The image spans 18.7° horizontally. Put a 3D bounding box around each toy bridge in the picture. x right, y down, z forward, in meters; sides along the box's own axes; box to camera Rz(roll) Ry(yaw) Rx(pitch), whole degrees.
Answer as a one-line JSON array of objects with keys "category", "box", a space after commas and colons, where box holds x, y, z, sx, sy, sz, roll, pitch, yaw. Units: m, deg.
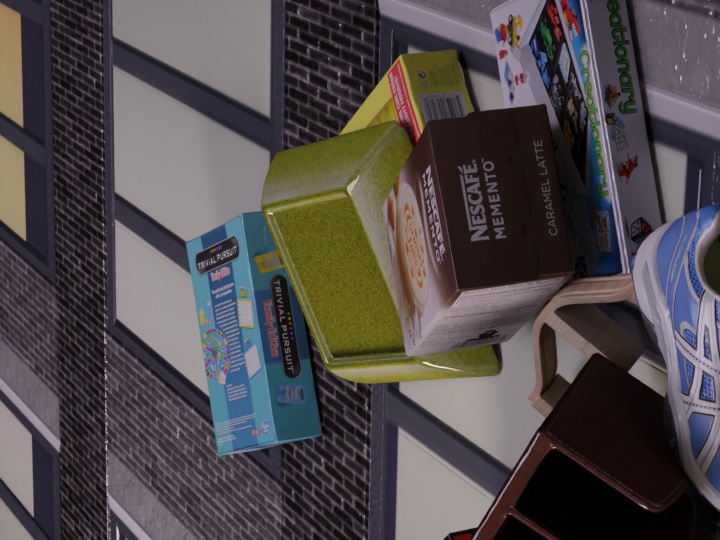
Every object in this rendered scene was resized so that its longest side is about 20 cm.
[{"category": "toy bridge", "box": [0.148, 0.040, 1.392, 0.067, 0.027, 0.200, 40, 150, 5]}]

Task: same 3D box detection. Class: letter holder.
[{"category": "letter holder", "box": [0.157, 0.146, 1.282, 0.142, 0.200, 0.101, 32, 107, 7]}]

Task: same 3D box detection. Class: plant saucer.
[{"category": "plant saucer", "box": [0.000, 0.000, 1.644, 0.200, 0.048, 0.201, -9, 105, 60]}]

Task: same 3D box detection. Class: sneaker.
[{"category": "sneaker", "box": [0.214, 0.056, 1.246, 0.077, 0.075, 0.201, -48, 58, 56]}]

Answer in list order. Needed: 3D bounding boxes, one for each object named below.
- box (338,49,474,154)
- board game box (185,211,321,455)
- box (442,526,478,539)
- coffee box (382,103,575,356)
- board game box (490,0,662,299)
[{"category": "box", "box": [0.024, -0.088, 1.651, 0.200, 0.050, 0.076, 134, 125, -59]}, {"category": "board game box", "box": [-0.097, 0.058, 1.954, 0.151, 0.047, 0.201, 160, 103, -65]}, {"category": "box", "box": [0.088, 0.217, 1.486, 0.200, 0.136, 0.038, -52, 52, 56]}, {"category": "coffee box", "box": [0.073, -0.023, 1.438, 0.200, 0.079, 0.115, 118, 143, -73]}, {"category": "board game box", "box": [0.140, -0.087, 1.419, 0.126, 0.034, 0.201, 164, 98, -65]}]
